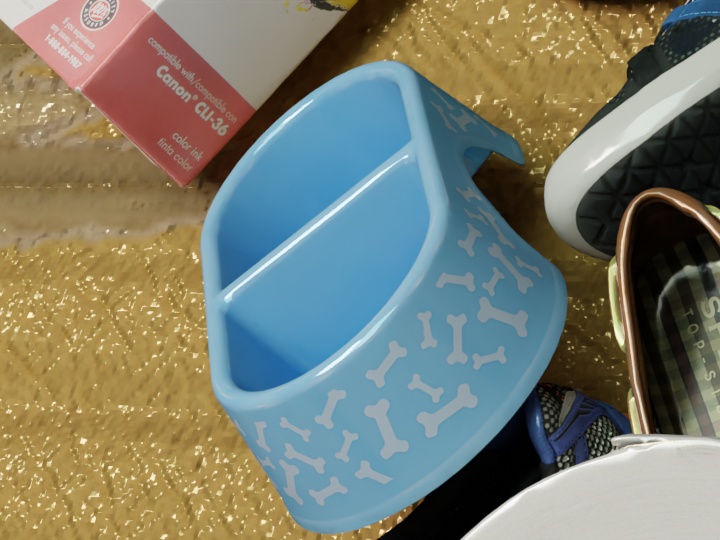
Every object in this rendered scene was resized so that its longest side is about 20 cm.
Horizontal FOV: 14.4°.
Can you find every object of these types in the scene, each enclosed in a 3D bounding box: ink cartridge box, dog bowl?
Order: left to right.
[{"bbox_3d":[-0.039,-0.141,1.039,0.200,0.067,0.116,-47,39,0],"label":"ink cartridge box"},{"bbox_3d":[0.000,0.000,0.900,0.111,0.050,0.200,-38,24,14],"label":"dog bowl"}]

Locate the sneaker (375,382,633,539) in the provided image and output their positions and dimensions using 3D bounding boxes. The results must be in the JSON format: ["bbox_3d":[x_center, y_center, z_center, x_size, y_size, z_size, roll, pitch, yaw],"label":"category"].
[{"bbox_3d":[0.020,0.117,0.847,0.075,0.078,0.200,14,70,38],"label":"sneaker"}]

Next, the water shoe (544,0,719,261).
[{"bbox_3d":[0.133,-0.079,0.908,0.200,0.072,0.079,-36,46,-5],"label":"water shoe"}]

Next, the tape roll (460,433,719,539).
[{"bbox_3d":[0.095,0.144,0.757,0.202,0.037,0.203,-1,86,23],"label":"tape roll"}]

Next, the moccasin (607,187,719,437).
[{"bbox_3d":[0.119,0.064,0.816,0.074,0.078,0.202,-21,59,17],"label":"moccasin"}]
